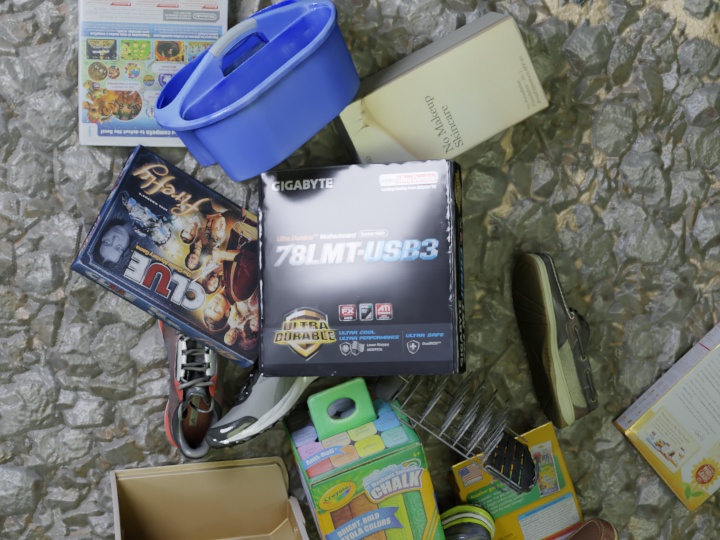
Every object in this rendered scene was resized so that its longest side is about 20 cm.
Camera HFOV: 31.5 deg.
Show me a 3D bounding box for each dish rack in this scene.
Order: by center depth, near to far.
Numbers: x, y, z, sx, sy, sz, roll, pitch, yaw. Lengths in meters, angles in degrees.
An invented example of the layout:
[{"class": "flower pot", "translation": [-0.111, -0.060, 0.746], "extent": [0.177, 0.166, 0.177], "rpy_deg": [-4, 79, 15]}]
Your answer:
[{"class": "dish rack", "translation": [0.106, 0.142, 1.302], "extent": [0.199, 0.153, 0.055], "rpy_deg": [36, 107, 1]}]

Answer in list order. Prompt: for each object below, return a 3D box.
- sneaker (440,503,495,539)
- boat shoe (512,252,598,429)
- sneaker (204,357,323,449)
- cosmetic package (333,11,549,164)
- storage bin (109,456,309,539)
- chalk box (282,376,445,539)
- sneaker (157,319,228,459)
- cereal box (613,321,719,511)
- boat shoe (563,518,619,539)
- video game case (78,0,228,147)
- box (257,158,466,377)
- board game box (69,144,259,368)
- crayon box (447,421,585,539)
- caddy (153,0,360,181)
[{"class": "sneaker", "translation": [0.060, 0.329, 1.362], "extent": [0.200, 0.081, 0.074], "rpy_deg": [-40, 105, 12]}, {"class": "boat shoe", "translation": [0.214, 0.070, 1.377], "extent": [0.065, 0.072, 0.203], "rpy_deg": [-19, 108, -18]}, {"class": "sneaker", "translation": [-0.088, 0.105, 1.296], "extent": [0.200, 0.074, 0.080], "rpy_deg": [-44, 98, -25]}, {"class": "cosmetic package", "translation": [0.075, -0.167, 1.278], "extent": [0.199, 0.073, 0.104], "rpy_deg": [-30, 109, -5]}, {"class": "storage bin", "translation": [-0.145, 0.275, 1.272], "extent": [0.196, 0.200, 0.095], "rpy_deg": [-4, 107, -12]}, {"class": "chalk box", "translation": [0.001, 0.206, 1.309], "extent": [0.123, 0.124, 0.202], "rpy_deg": [-20, 121, -7]}, {"class": "sneaker", "translation": [-0.161, 0.096, 1.283], "extent": [0.076, 0.082, 0.203], "rpy_deg": [-4, 103, -12]}, {"class": "cereal box", "translation": [0.405, 0.158, 1.456], "extent": [0.200, 0.040, 0.144], "rpy_deg": [-42, 110, 0]}, {"class": "boat shoe", "translation": [0.202, 0.348, 1.387], "extent": [0.067, 0.072, 0.201], "rpy_deg": [37, 96, -21]}, {"class": "video game case", "translation": [-0.199, -0.220, 1.227], "extent": [0.141, 0.018, 0.203], "rpy_deg": [0, 104, -14]}, {"class": "box", "translation": [0.000, 0.000, 1.215], "extent": [0.198, 0.050, 0.201], "rpy_deg": [-1, 88, 16]}, {"class": "board game box", "translation": [-0.165, -0.012, 1.250], "extent": [0.199, 0.035, 0.137], "rpy_deg": [31, 68, -19]}, {"class": "crayon box", "translation": [0.179, 0.270, 1.426], "extent": [0.125, 0.052, 0.202], "rpy_deg": [-22, 109, -7]}, {"class": "caddy", "translation": [-0.097, -0.178, 1.183], "extent": [0.200, 0.141, 0.105], "rpy_deg": [-42, 124, -17]}]
